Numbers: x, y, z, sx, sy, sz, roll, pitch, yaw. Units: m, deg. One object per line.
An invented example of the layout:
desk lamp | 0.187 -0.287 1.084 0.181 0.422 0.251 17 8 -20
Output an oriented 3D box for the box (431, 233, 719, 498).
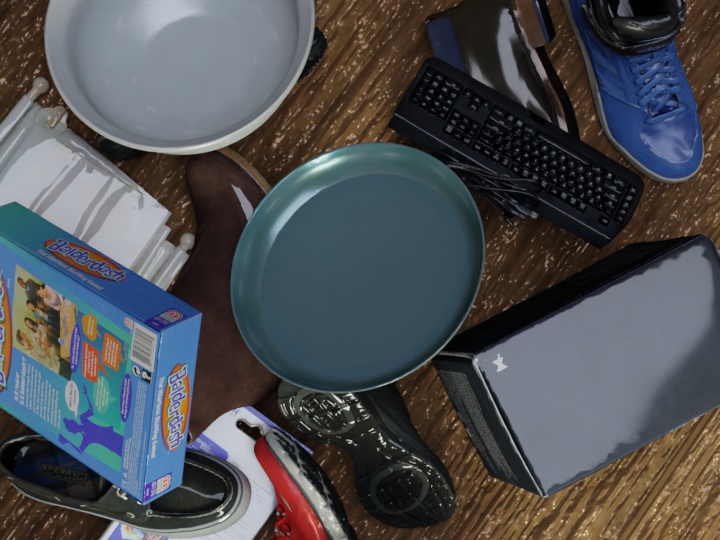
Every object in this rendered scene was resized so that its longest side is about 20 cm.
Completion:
box | 0.178 0.070 1.441 0.200 0.197 0.124 -27 90 -7

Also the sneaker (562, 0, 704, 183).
sneaker | 0.226 -0.165 1.501 0.077 0.111 0.200 -22 90 -7

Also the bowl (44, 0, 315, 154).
bowl | -0.129 -0.166 1.405 0.201 0.090 0.201 -1 71 3

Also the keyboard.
keyboard | 0.121 -0.087 1.440 0.200 0.040 0.104 29 62 -1

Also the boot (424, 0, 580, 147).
boot | 0.120 -0.132 1.522 0.097 0.075 0.200 -13 93 14

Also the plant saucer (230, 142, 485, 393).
plant saucer | 0.000 0.000 1.398 0.200 0.027 0.200 -8 65 19

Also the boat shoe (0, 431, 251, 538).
boat shoe | -0.184 0.161 1.431 0.200 0.057 0.069 6 75 15

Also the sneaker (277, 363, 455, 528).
sneaker | 0.014 0.120 1.471 0.076 0.091 0.200 -23 121 23

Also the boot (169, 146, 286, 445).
boot | -0.119 0.014 1.437 0.166 0.072 0.200 -31 99 -44

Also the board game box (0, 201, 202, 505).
board game box | -0.208 0.059 1.387 0.200 0.045 0.152 29 125 29

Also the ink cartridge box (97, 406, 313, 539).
ink cartridge box | -0.133 0.194 1.479 0.099 0.039 0.200 38 85 -3

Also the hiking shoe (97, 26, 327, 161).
hiking shoe | -0.124 -0.162 1.480 0.200 0.074 0.087 -23 84 -11

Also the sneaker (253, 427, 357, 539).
sneaker | -0.045 0.217 1.451 0.085 0.077 0.200 -23 110 0

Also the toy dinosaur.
toy dinosaur | 0.054 -0.041 1.467 0.077 0.200 0.102 -22 115 18

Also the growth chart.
growth chart | -0.232 -0.035 1.489 0.200 0.018 0.145 44 84 -3
